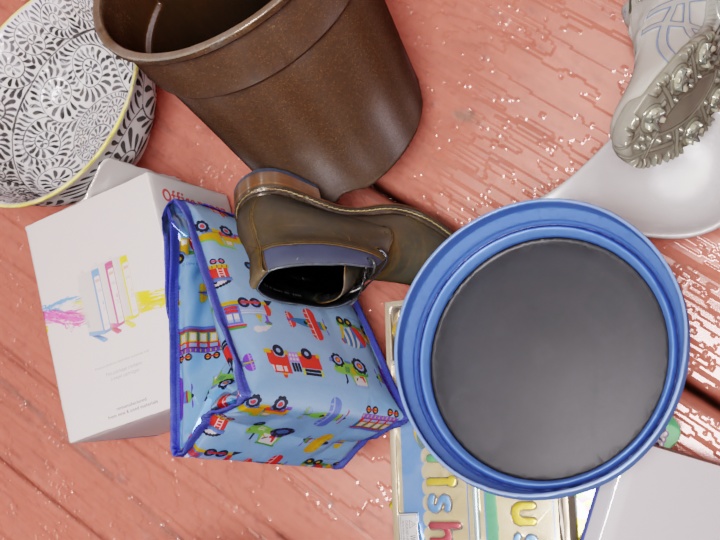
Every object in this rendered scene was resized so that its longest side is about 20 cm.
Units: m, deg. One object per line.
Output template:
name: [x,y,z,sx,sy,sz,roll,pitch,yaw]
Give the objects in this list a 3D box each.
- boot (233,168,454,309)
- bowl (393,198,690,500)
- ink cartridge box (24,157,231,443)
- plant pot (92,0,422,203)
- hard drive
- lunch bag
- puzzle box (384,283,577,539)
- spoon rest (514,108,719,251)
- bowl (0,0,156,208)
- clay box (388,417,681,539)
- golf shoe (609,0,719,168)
boot: [0.000,0.000,0.740,0.098,0.197,0.075,-97,29,-47]
bowl: [0.120,0.052,0.681,0.197,0.039,0.205,-10,67,22]
ink cartridge box: [-0.169,0.021,0.821,0.123,0.128,0.204,-20,78,18]
plant pot: [-0.057,-0.164,0.744,0.197,0.199,0.203,-15,51,20]
hard drive: [0.197,0.224,0.689,0.130,0.025,0.204,17,90,-22]
lunch bag: [-0.066,0.031,0.750,0.094,0.149,0.203,-39,52,36]
puzzle box: [0.085,0.117,0.731,0.131,0.025,0.204,-7,78,21]
spoon rest: [0.187,-0.053,0.744,0.197,0.060,0.101,-25,75,16]
bowl: [-0.240,-0.131,0.870,0.197,0.094,0.205,-11,66,26]
clay box: [0.129,0.147,0.748,0.200,0.048,0.115,-46,70,8]
golf shoe: [0.220,-0.157,0.726,0.096,0.079,0.201,25,66,39]
